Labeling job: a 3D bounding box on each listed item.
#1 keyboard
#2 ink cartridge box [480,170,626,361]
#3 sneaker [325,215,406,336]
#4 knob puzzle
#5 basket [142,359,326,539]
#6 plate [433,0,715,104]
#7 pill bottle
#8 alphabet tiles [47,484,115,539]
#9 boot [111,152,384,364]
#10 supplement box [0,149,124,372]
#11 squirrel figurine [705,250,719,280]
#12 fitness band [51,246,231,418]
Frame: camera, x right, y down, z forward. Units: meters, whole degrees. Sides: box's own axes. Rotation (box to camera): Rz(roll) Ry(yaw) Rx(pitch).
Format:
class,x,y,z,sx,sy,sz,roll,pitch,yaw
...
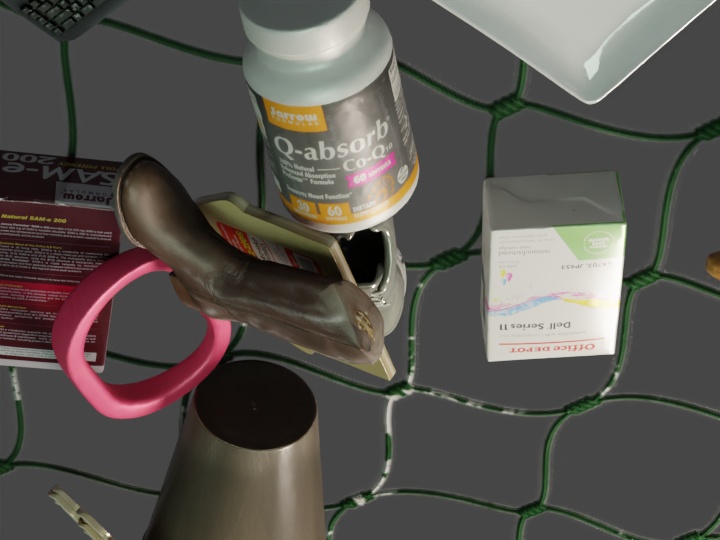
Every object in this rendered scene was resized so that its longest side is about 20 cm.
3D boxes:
class,x,y,z,sx,sy,sz,roll,pitch,yaw
keyboard,-0.189,-0.249,1.454,0.199,0.021,0.127,-33,129,26
ink cartridge box,0.162,0.012,1.710,0.116,0.068,0.201,-4,136,0
sneaker,0.000,0.000,1.669,0.075,0.092,0.201,-7,137,3
knob puzzle,-0.068,-0.003,1.641,0.219,0.031,0.220,31,156,15
basket,-0.104,0.191,1.836,0.179,0.137,0.201,1,132,-11
plate,0.170,-0.235,1.483,0.199,0.033,0.199,29,128,-29
pill bottle,-0.025,-0.134,1.513,0.115,0.117,0.201,-9,136,6
alphabet tiles,-0.217,0.279,1.887,0.015,0.200,0.196,-45,172,-12
boot,-0.081,-0.005,1.541,0.199,0.064,0.187,20,157,36
supplement box,-0.257,-0.004,1.671,0.108,0.061,0.201,5,136,-10
squirrel figurine,0.401,0.056,1.685,0.141,0.188,0.199,-35,128,28
fitness band,-0.185,0.053,1.695,0.143,0.037,0.200,-35,149,-6
